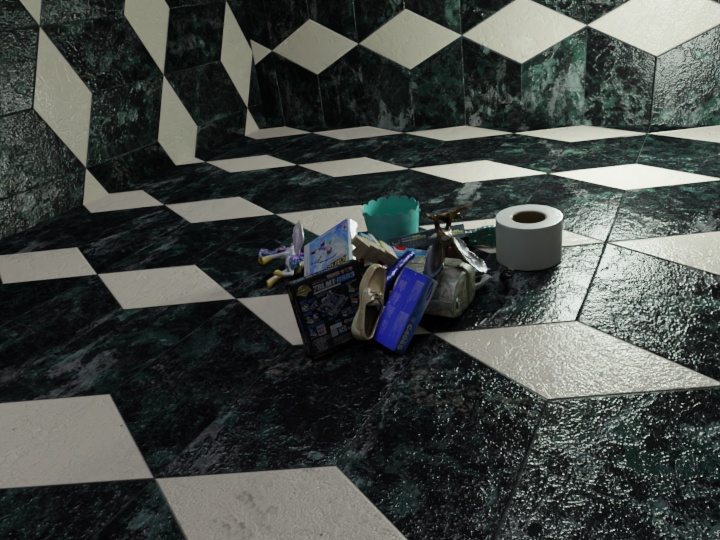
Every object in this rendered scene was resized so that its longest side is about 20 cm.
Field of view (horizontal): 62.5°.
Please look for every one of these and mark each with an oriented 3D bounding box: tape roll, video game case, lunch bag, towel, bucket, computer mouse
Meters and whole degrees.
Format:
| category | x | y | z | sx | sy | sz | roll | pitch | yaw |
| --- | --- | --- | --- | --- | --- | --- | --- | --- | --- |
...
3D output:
| category | x | y | z | sx | sy | sz | roll | pitch | yaw |
| --- | --- | --- | --- | --- | --- | --- | --- | --- | --- |
| tape roll | 0.520 | -0.104 | 1.836 | 0.201 | 0.140 | 0.203 | -6 | 25 | 3 |
| video game case | -0.089 | -0.032 | 1.762 | 0.199 | 0.045 | 0.182 | -30 | 51 | 35 |
| lunch bag | 0.195 | 0.051 | 1.605 | 0.199 | 0.140 | 0.168 | 8 | 23 | 27 |
| towel | 0.083 | 0.042 | 1.675 | 0.049 | 0.148 | 0.200 | 36 | 43 | 8 |
| bucket | 0.112 | -0.169 | 2.088 | 0.205 | 0.136 | 0.208 | -6 | 26 | 3 |
| computer mouse | 0.342 | 0.033 | 1.706 | 0.198 | 0.044 | 0.110 | -14 | 2 | -3 |

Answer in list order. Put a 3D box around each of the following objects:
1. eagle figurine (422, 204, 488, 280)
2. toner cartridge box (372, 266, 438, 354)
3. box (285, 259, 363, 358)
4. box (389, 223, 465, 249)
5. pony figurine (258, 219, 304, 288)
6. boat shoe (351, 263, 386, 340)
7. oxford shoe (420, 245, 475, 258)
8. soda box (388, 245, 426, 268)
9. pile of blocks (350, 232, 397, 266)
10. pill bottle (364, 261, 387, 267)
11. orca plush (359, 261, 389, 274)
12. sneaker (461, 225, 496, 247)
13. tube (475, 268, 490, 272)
| category | x | y | z | sx | sy | sz | roll | pitch | yaw |
| --- | --- | --- | --- | --- | --- | --- | --- | --- | --- |
| eagle figurine | 0.232 | -0.062 | 1.556 | 0.150 | 0.202 | 0.151 | 5 | -23 | -42 |
| toner cartridge box | 0.110 | 0.100 | 1.494 | 0.043 | 0.201 | 0.095 | 27 | -1 | -43 |
| box | -0.071 | 0.095 | 1.523 | 0.199 | 0.200 | 0.050 | -21 | 10 | -25 |
| box | 0.216 | -0.106 | 1.925 | 0.199 | 0.051 | 0.157 | -11 | 3 | 42 |
| pony figurine | -0.229 | -0.044 | 1.948 | 0.199 | 0.167 | 0.194 | -13 | 58 | -19 |
| boat shoe | 0.032 | 0.081 | 1.510 | 0.072 | 0.201 | 0.065 | 21 | -12 | -26 |
| oxford shoe | 0.287 | -0.056 | 1.885 | 0.199 | 0.071 | 0.075 | 12 | 29 | 35 |
| soda box | 0.118 | -0.034 | 1.888 | 0.199 | 0.068 | 0.064 | 9 | 31 | 32 |
| pile of blocks | 0.020 | -0.053 | 1.597 | 0.199 | 0.062 | 0.082 | 19 | 28 | -54 |
| pill bottle | -0.025 | -0.023 | 1.849 | 0.198 | 0.115 | 0.114 | -3 | 25 | 21 |
| orca plush | 0.000 | 0.000 | 1.740 | 0.104 | 0.072 | 0.200 | 0 | -23 | -25 |
| sneaker | 0.403 | -0.123 | 1.990 | 0.198 | 0.075 | 0.088 | -3 | 21 | 12 |
| tube | 0.274 | 0.006 | 1.733 | 0.199 | 0.051 | 0.077 | -6 | 8 | 36 |
